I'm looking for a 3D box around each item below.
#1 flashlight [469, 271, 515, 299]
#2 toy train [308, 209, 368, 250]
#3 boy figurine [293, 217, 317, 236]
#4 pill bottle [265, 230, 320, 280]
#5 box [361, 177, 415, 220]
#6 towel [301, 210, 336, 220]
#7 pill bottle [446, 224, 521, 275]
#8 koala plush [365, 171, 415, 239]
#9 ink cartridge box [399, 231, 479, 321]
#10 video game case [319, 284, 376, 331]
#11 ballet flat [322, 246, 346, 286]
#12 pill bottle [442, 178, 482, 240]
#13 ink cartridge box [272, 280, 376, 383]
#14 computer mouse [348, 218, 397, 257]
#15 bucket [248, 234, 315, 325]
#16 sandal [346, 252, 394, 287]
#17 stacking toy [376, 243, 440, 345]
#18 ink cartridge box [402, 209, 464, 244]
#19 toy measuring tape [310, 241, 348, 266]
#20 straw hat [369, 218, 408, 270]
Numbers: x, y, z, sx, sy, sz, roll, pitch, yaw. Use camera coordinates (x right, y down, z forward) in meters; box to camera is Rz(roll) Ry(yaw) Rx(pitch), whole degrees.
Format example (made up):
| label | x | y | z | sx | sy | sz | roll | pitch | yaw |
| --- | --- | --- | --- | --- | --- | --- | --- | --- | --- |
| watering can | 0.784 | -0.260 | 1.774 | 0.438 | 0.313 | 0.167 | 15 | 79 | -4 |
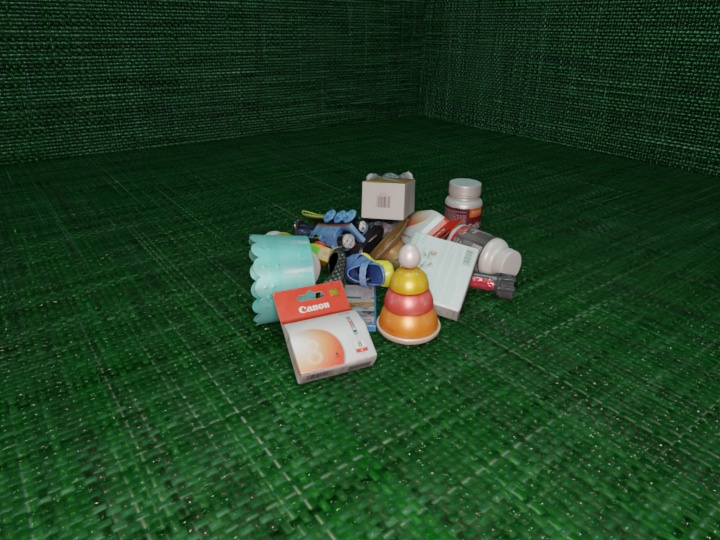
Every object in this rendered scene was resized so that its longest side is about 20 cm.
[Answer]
| label | x | y | z | sx | sy | sz | roll | pitch | yaw |
| --- | --- | --- | --- | --- | --- | --- | --- | --- | --- |
| flashlight | 0.287 | 0.035 | 1.335 | 0.194 | 0.070 | 0.068 | 10 | 21 | 9 |
| toy train | -0.059 | -0.107 | 1.517 | 0.198 | 0.087 | 0.116 | 9 | 62 | 54 |
| boy figurine | -0.110 | -0.122 | 1.655 | 0.194 | 0.066 | 0.125 | 4 | 18 | 12 |
| pill bottle | -0.193 | -0.032 | 1.397 | 0.110 | 0.116 | 0.199 | -13 | 28 | -28 |
| box | 0.083 | -0.209 | 1.523 | 0.121 | 0.101 | 0.200 | 5 | 14 | 13 |
| towel | -0.103 | -0.171 | 1.726 | 0.139 | 0.024 | 0.200 | 6 | 1 | 11 |
| pill bottle | 0.333 | -0.044 | 1.440 | 0.108 | 0.114 | 0.199 | -15 | 29 | -32 |
| koala plush | 0.097 | -0.214 | 1.691 | 0.172 | 0.206 | 0.185 | 2 | 24 | 3 |
| ink cartridge box | 0.182 | 0.008 | 1.288 | 0.169 | 0.044 | 0.203 | 16 | 53 | 16 |
| video game case | -0.032 | 0.085 | 1.265 | 0.138 | 0.018 | 0.201 | 2 | 25 | 1 |
| ballet flat | -0.068 | -0.008 | 1.344 | 0.055 | 0.068 | 0.202 | 20 | 27 | -14 |
| pill bottle | 0.304 | -0.162 | 1.584 | 0.110 | 0.206 | 0.115 | 0 | 24 | 0 |
| ink cartridge box | -0.072 | 0.106 | 1.051 | 0.158 | 0.051 | 0.204 | -9 | 62 | -23 |
| computer mouse | 0.008 | -0.113 | 1.571 | 0.139 | 0.047 | 0.201 | 14 | 55 | 47 |
| bucket | -0.179 | 0.017 | 1.195 | 0.131 | 0.213 | 0.208 | -4 | 24 | -14 |
| sandal | 0.000 | 0.000 | 1.335 | 0.085 | 0.082 | 0.198 | -6 | 6 | -31 |
| stacking toy | 0.107 | 0.042 | 1.139 | 0.141 | 0.206 | 0.147 | 1 | 24 | 0 |
| ink cartridge box | 0.180 | -0.118 | 1.539 | 0.161 | 0.051 | 0.198 | -40 | 17 | -24 |
| toy measuring tape | -0.084 | -0.031 | 1.471 | 0.195 | 0.075 | 0.074 | 19 | 27 | 8 |
| straw hat | 0.093 | -0.044 | 1.457 | 0.085 | 0.201 | 0.202 | 42 | 27 | -6 |
